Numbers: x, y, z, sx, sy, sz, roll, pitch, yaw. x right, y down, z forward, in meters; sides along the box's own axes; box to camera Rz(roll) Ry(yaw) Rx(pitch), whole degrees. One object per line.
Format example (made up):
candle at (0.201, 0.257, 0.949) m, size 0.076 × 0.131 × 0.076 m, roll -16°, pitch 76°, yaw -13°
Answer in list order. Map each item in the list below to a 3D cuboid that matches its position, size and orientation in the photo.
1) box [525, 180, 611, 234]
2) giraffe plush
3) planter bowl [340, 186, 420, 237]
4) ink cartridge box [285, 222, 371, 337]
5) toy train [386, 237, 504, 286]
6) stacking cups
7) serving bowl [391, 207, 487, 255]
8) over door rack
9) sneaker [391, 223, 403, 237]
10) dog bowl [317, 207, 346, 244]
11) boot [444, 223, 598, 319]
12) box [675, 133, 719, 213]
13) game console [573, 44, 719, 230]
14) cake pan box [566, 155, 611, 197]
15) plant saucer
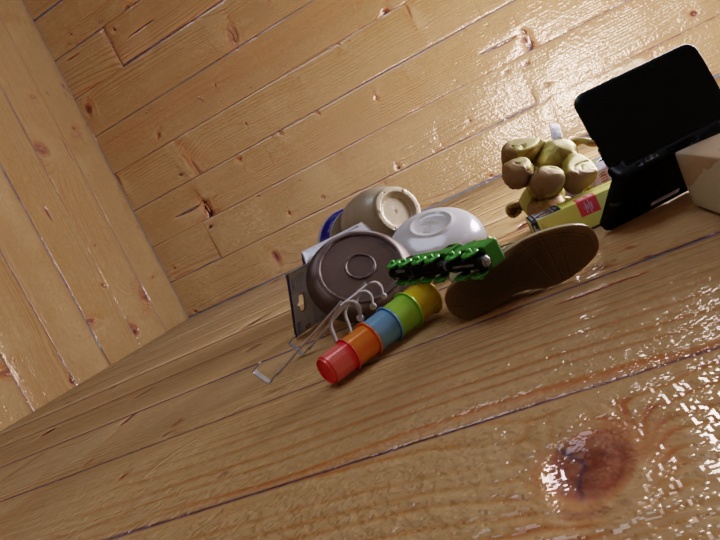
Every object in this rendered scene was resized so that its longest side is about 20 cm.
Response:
box at (0.376, -0.102, 0.851) m, size 0.200 × 0.050 × 0.075 m, roll -23°, pitch 6°, yaw 16°
giraffe plush at (0.343, -0.156, 0.979) m, size 0.172 × 0.163 × 0.200 m, roll 17°, pitch 45°, yaw 22°
planter bowl at (0.066, -0.124, 1.281) m, size 0.200 × 0.201 × 0.135 m, roll -29°, pitch -4°, yaw -28°
ink cartridge box at (-0.067, 0.021, 1.062) m, size 0.200 × 0.041 × 0.200 m, roll -28°, pitch -37°, yaw -25°
toy train at (0.105, -0.010, 0.688) m, size 0.056 × 0.042 × 0.200 m, roll -35°, pitch 13°, yaw -27°
stacking cups at (0.029, 0.087, 0.712) m, size 0.200 × 0.061 × 0.060 m, roll -36°, pitch 11°, yaw -31°
serving bowl at (0.145, -0.067, 1.027) m, size 0.199 × 0.066 × 0.200 m, roll -15°, pitch 34°, yaw 11°
over door rack at (-0.051, 0.103, 0.814) m, size 0.200 × 0.067 × 0.148 m, roll -37°, pitch -2°, yaw 19°
sneaker at (0.132, -0.058, 1.140) m, size 0.073 × 0.112 × 0.200 m, roll -32°, pitch 9°, yaw -39°
dog bowl at (-0.009, -0.070, 1.377) m, size 0.200 × 0.201 × 0.079 m, roll -29°, pitch 9°, yaw -26°
boot at (0.207, -0.017, 0.713) m, size 0.200 × 0.073 × 0.155 m, roll -30°, pitch 10°, yaw 16°
box at (0.437, -0.111, 0.578) m, size 0.095 × 0.078 × 0.200 m, roll -23°, pitch 7°, yaw 19°
game console at (0.405, -0.183, 0.738) m, size 0.200 × 0.117 × 0.176 m, roll -26°, pitch -37°, yaw -6°
cake pan box at (0.531, -0.215, 1.149) m, size 0.200 × 0.052 × 0.184 m, roll -27°, pitch 9°, yaw -11°
plant saucer at (0.000, 0.000, 0.928) m, size 0.200 × 0.200 × 0.032 m, roll -27°, pitch -33°, yaw -14°
